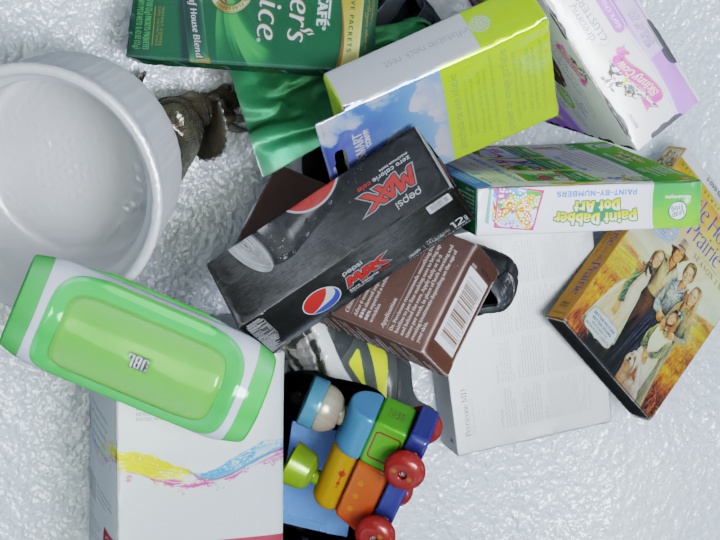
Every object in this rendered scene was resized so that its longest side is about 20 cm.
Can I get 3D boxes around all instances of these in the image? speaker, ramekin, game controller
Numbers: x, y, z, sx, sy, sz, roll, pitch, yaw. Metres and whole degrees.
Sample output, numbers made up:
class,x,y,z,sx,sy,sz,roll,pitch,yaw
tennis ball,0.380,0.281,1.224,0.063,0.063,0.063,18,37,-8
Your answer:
class,x,y,z,sx,sy,sz,roll,pitch,yaw
speaker,-0.168,0.060,1.524,0.199,0.088,0.089,23,93,-10
ramekin,-0.237,-0.076,1.580,0.199,0.098,0.202,5,110,12
game controller,-0.033,0.174,1.716,0.104,0.042,0.201,17,123,12

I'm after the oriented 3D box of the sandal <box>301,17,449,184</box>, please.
class,x,y,z,sx,sy,sz,roll,pitch,yaw
sandal,0.025,-0.130,1.685,0.200,0.043,0.076,-46,131,15

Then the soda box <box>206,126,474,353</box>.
class,x,y,z,sx,sy,sz,roll,pitch,yaw
soda box,-0.016,-0.023,1.569,0.199,0.071,0.063,-33,150,6

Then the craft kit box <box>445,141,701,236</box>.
class,x,y,z,sx,sy,sz,roll,pitch,yaw
craft kit box,0.155,-0.071,1.685,0.196,0.200,0.049,-5,104,-15

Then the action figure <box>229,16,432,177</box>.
class,x,y,z,sx,sy,sz,roll,pitch,yaw
action figure,-0.001,-0.157,1.634,0.199,0.055,0.119,-17,79,0

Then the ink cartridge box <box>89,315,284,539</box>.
class,x,y,z,sx,sy,sz,roll,pitch,yaw
ink cartridge box,-0.146,0.147,1.663,0.144,0.145,0.202,-2,102,-15

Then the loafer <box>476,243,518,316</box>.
class,x,y,z,sx,sy,sz,roll,pitch,yaw
loafer,0.034,-0.006,1.694,0.199,0.070,0.069,14,109,11

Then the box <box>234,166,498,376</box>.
class,x,y,z,sx,sy,sz,roll,pitch,yaw
box,0.000,0.000,1.631,0.101,0.199,0.075,-62,154,-9

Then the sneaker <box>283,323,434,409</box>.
class,x,y,z,sx,sy,sz,roll,pitch,yaw
sneaker,-0.007,0.079,1.742,0.084,0.074,0.201,-37,109,-28

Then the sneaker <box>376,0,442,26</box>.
class,x,y,z,sx,sy,sz,roll,pitch,yaw
sneaker,0.012,-0.219,1.677,0.200,0.079,0.079,40,86,-21

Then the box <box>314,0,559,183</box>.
class,x,y,z,sx,sy,sz,roll,pitch,yaw
box,0.056,-0.134,1.582,0.199,0.048,0.122,-24,146,-6

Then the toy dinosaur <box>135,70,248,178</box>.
class,x,y,z,sx,sy,sz,roll,pitch,yaw
toy dinosaur,-0.178,-0.096,1.643,0.200,0.077,0.102,-45,97,-9

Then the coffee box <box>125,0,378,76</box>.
class,x,y,z,sx,sy,sz,roll,pitch,yaw
coffee box,-0.083,-0.220,1.602,0.198,0.044,0.124,7,88,16

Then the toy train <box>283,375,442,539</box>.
class,x,y,z,sx,sy,sz,roll,pitch,yaw
toy train,-0.018,0.184,1.661,0.115,0.085,0.201,24,121,2

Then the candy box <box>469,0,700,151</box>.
class,x,y,z,sx,sy,sz,roll,pitch,yaw
candy box,0.174,-0.197,1.665,0.071,0.200,0.168,-37,109,-7

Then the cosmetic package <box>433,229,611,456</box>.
class,x,y,z,sx,sy,sz,roll,pitch,yaw
cosmetic package,0.136,0.050,1.781,0.150,0.052,0.202,-11,103,-17

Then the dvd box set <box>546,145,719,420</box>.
class,x,y,z,sx,sy,sz,roll,pitch,yaw
dvd box set,0.267,0.012,1.791,0.146,0.029,0.200,47,71,-29
